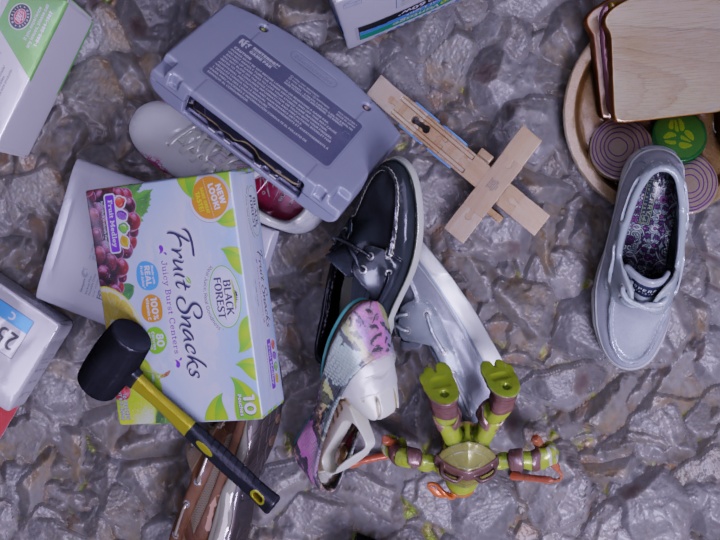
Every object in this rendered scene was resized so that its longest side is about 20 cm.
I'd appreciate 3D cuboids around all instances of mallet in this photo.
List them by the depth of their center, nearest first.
[{"bbox_3d":[-0.140,0.117,0.791,0.198,0.041,0.066,35,112,6],"label":"mallet"}]

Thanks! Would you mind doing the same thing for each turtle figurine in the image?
[{"bbox_3d":[0.081,0.150,0.838,0.196,0.065,0.163,4,134,8],"label":"turtle figurine"}]

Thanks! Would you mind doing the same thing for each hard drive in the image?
[{"bbox_3d":[-0.185,-0.005,0.879,0.197,0.025,0.134,20,95,9],"label":"hard drive"}]

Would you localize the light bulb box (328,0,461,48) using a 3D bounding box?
[{"bbox_3d":[0.005,-0.311,0.795,0.123,0.200,0.201,-21,91,3],"label":"light bulb box"}]

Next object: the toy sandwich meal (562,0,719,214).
[{"bbox_3d":[0.274,-0.149,0.859,0.201,0.070,0.210,0,92,1],"label":"toy sandwich meal"}]

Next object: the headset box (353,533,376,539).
[{"bbox_3d":[0.031,0.366,0.878,0.146,0.075,0.204,18,92,1],"label":"headset box"}]

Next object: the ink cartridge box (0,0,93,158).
[{"bbox_3d":[-0.364,-0.214,0.862,0.198,0.084,0.147,28,92,0],"label":"ink cartridge box"}]

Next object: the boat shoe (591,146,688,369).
[{"bbox_3d":[0.241,-0.002,0.838,0.069,0.072,0.205,6,109,9],"label":"boat shoe"}]

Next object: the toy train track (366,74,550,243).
[{"bbox_3d":[0.089,-0.105,0.887,0.199,0.033,0.115,40,99,5],"label":"toy train track"}]

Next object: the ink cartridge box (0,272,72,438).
[{"bbox_3d":[-0.395,0.069,0.892,0.198,0.045,0.178,33,91,0],"label":"ink cartridge box"}]

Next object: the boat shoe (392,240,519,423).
[{"bbox_3d":[0.065,0.049,0.870,0.071,0.070,0.203,-33,93,-1],"label":"boat shoe"}]

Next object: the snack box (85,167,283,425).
[{"bbox_3d":[-0.148,0.024,0.823,0.140,0.053,0.204,-6,96,18],"label":"snack box"}]

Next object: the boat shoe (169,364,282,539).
[{"bbox_3d":[-0.124,0.168,0.875,0.071,0.076,0.204,14,80,14],"label":"boat shoe"}]

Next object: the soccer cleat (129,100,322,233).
[{"bbox_3d":[-0.118,-0.097,0.860,0.197,0.086,0.071,27,93,0],"label":"soccer cleat"}]

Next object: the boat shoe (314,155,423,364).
[{"bbox_3d":[-0.001,-0.001,0.835,0.065,0.075,0.202,-7,128,-35],"label":"boat shoe"}]

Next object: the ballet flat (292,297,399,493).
[{"bbox_3d":[-0.006,0.116,0.832,0.071,0.068,0.202,49,134,32],"label":"ballet flat"}]

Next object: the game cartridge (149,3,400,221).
[{"bbox_3d":[-0.067,-0.143,0.846,0.199,0.041,0.134,37,55,2],"label":"game cartridge"}]
